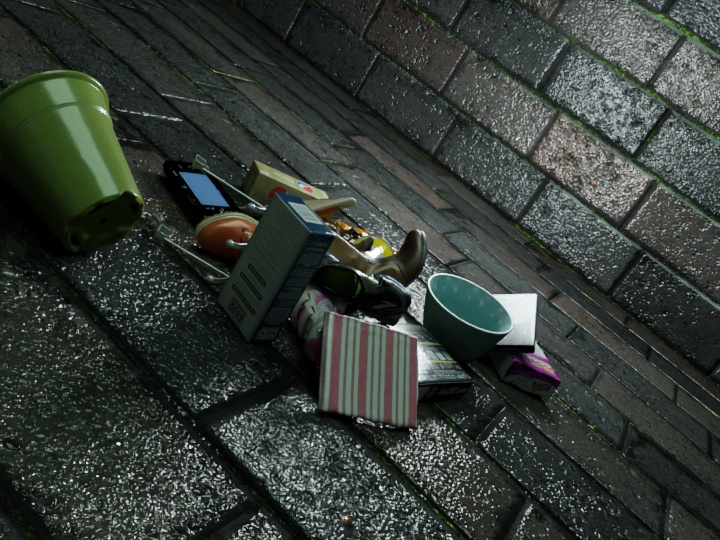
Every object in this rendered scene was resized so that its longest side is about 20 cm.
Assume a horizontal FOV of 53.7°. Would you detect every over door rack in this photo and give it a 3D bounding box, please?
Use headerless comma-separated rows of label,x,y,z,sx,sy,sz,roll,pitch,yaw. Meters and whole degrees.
over door rack,-0.223,-0.063,1.135,0.198,0.149,0.067,34,14,0

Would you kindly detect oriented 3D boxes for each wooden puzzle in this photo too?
wooden puzzle,-0.134,-0.117,1.401,0.182,0.038,0.198,4,12,42

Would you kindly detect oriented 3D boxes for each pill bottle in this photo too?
pill bottle,0.000,0.000,1.405,0.108,0.110,0.200,35,20,5

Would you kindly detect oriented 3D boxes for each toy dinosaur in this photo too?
toy dinosaur,-0.074,-0.058,1.304,0.195,0.107,0.062,10,61,6

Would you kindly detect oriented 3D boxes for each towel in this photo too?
towel,0.014,0.156,1.085,0.197,0.030,0.150,19,64,-37

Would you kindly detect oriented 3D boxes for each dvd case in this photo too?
dvd case,0.321,0.115,1.596,0.146,0.025,0.201,-1,30,17

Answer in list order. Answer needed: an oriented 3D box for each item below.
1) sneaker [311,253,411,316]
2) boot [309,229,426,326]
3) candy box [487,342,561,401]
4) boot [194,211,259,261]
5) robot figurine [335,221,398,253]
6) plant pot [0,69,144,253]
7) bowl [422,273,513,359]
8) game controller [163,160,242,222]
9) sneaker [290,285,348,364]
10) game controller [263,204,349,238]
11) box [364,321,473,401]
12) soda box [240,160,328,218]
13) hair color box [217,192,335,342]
sneaker,-0.006,0.032,1.185,0.196,0.072,0.083,23,15,-16
boot,0.009,-0.024,1.273,0.197,0.192,0.068,28,-7,-18
candy box,0.353,0.192,1.609,0.134,0.062,0.201,25,22,-19
boot,-0.183,-0.037,1.212,0.195,0.076,0.108,9,29,-24
robot figurine,0.028,-0.037,1.613,0.197,0.059,0.146,26,22,-23
plant pot,-0.401,-0.134,0.993,0.192,0.200,0.199,54,24,15
bowl,0.208,0.108,1.475,0.197,0.107,0.202,21,25,-10
game controller,-0.297,-0.146,1.339,0.103,0.043,0.200,12,30,-49
sneaker,-0.077,0.082,1.150,0.087,0.082,0.200,30,12,-6
game controller,-0.113,-0.092,1.494,0.197,0.043,0.104,29,15,20
box,0.096,0.161,1.281,0.198,0.050,0.162,8,34,-52
soda box,-0.163,-0.168,1.591,0.197,0.068,0.064,22,22,-32
hair color box,-0.128,-0.002,1.063,0.060,0.202,0.100,6,33,-51
